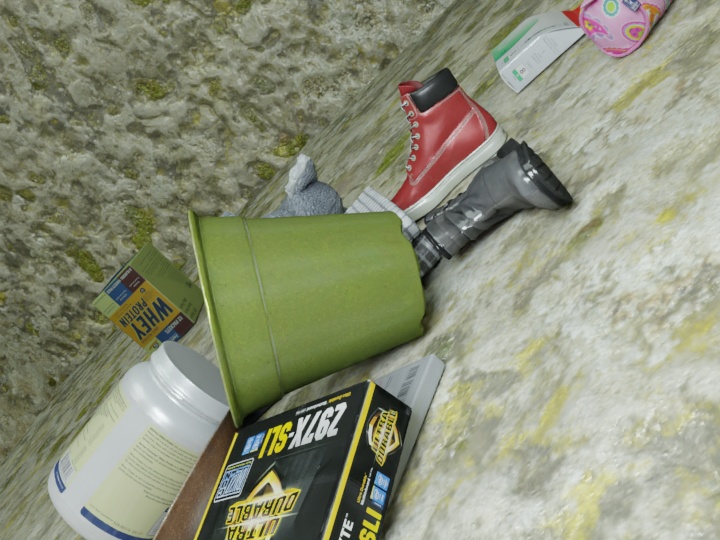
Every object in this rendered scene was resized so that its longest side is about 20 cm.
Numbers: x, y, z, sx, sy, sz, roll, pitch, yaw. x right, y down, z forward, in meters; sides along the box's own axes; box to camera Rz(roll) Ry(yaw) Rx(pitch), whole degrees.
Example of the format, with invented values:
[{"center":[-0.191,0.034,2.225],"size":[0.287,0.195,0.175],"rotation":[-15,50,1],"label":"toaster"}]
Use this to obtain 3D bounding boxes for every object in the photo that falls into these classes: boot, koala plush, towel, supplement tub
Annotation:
[{"center":[0.122,-0.057,0.735],"size":[0.131,0.070,0.200],"rotation":[-41,4,10],"label":"boot"},{"center":[-0.093,-0.056,1.154],"size":[0.183,0.178,0.200],"rotation":[0,46,54],"label":"koala plush"},{"center":[0.000,0.000,0.894],"size":[0.166,0.086,0.200],"rotation":[-47,16,2],"label":"towel"},{"center":[0.069,-0.158,0.994],"size":[0.200,0.144,0.073],"rotation":[-43,17,17],"label":"boot"},{"center":[-0.233,0.195,0.863],"size":[0.200,0.145,0.145],"rotation":[-51,15,2],"label":"supplement tub"}]

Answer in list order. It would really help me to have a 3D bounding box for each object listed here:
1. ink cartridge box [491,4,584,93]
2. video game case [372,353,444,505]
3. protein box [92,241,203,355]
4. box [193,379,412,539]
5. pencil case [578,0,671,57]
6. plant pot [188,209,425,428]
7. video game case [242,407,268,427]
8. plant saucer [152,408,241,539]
[{"center":[0.283,-0.357,1.117],"size":[0.200,0.050,0.161],"rotation":[-43,15,22],"label":"ink cartridge box"},{"center":[-0.020,0.156,0.661],"size":[0.199,0.018,0.144],"rotation":[-31,21,44],"label":"video game case"},{"center":[-0.500,0.069,1.847],"size":[0.135,0.200,0.199],"rotation":[-43,15,11],"label":"protein box"},{"center":[-0.056,0.182,0.578],"size":[0.199,0.049,0.161],"rotation":[-29,32,47],"label":"box"},{"center":[0.322,-0.335,0.877],"size":[0.200,0.087,0.087],"rotation":[-52,16,-25],"label":"pencil case"},{"center":[-0.045,0.022,0.714],"size":[0.188,0.202,0.200],"rotation":[-14,12,-9],"label":"plant pot"},{"center":[-0.166,0.173,1.004],"size":[0.200,0.025,0.181],"rotation":[-45,15,9],"label":"video game case"},{"center":[-0.156,0.227,0.722],"size":[0.202,0.036,0.200],"rotation":[-62,2,3],"label":"plant saucer"}]
